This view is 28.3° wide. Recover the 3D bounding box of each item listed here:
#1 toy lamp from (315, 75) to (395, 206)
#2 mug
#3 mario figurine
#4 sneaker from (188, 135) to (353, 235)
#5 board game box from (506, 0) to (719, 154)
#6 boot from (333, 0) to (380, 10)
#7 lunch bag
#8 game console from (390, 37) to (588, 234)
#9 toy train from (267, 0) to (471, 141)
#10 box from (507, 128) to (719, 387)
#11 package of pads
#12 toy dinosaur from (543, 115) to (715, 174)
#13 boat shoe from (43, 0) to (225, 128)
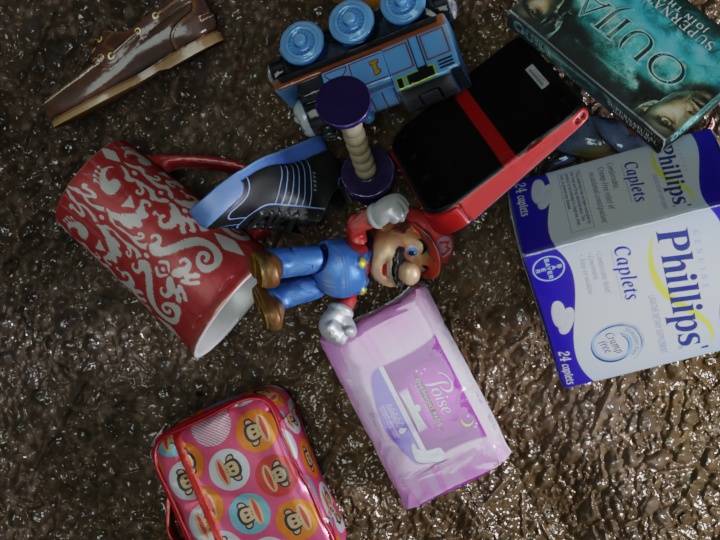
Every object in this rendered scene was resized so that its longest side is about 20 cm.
[{"bbox_3d":[0.000,-0.115,1.359,0.058,0.200,0.059,-2,69,6],"label":"toy lamp"},{"bbox_3d":[-0.186,-0.038,1.446,0.200,0.178,0.134,39,139,7],"label":"mug"},{"bbox_3d":[0.000,0.000,1.357,0.198,0.124,0.107,-17,76,-14],"label":"mario figurine"},{"bbox_3d":[-0.079,-0.068,1.380,0.070,0.200,0.078,-35,87,43],"label":"sneaker"},{"bbox_3d":[0.253,-0.215,1.337,0.135,0.028,0.200,-40,69,-18],"label":"board game box"},{"bbox_3d":[-0.055,-0.316,1.370,0.200,0.144,0.071,34,100,3],"label":"boot"},{"bbox_3d":[-0.125,0.234,1.474,0.175,0.082,0.201,-24,91,14],"label":"lunch bag"},{"bbox_3d":[0.116,-0.129,1.348,0.176,0.200,0.031,-37,120,8],"label":"game console"},{"bbox_3d":[0.008,-0.201,1.391,0.198,0.087,0.115,-20,73,9],"label":"toy train"},{"bbox_3d":[0.258,-0.007,1.338,0.198,0.105,0.185,-15,131,9],"label":"box"},{"bbox_3d":[0.055,0.123,1.435,0.120,0.076,0.201,-27,92,11],"label":"package of pads"},{"bbox_3d":[0.212,-0.124,1.407,0.181,0.199,0.105,42,144,20],"label":"toy dinosaur"},{"bbox_3d":[-0.237,-0.216,1.445,0.199,0.070,0.071,-29,98,1],"label":"boat shoe"}]
